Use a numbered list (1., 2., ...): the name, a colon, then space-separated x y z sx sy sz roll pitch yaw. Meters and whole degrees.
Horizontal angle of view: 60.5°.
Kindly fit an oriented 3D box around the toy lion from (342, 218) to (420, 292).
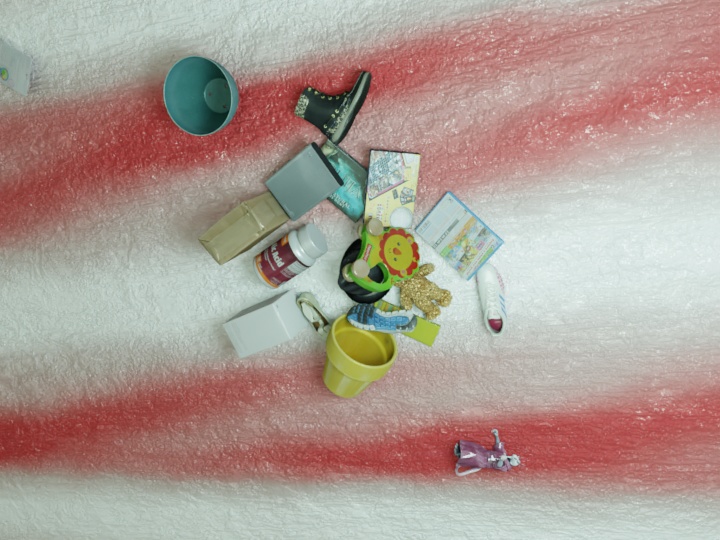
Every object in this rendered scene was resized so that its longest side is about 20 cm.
1. toy lion: 0.068 -0.031 1.619 0.191 0.201 0.069 30 154 -22

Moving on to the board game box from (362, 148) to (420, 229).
1. board game box: 0.081 -0.217 1.645 0.134 0.035 0.202 4 107 -6

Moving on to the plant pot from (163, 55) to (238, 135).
1. plant pot: -0.409 -0.473 1.672 0.198 0.135 0.202 4 107 14

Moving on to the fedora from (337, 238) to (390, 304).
1. fedora: 0.000 0.000 1.691 0.199 0.091 0.203 2 93 34

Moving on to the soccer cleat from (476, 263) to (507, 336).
1. soccer cleat: 0.355 0.082 1.651 0.069 0.086 0.202 -12 102 18

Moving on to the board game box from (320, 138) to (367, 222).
1. board game box: -0.048 -0.246 1.696 0.200 0.028 0.136 40 112 2

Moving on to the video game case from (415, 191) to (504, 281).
1. video game case: 0.262 -0.092 1.647 0.200 0.018 0.143 45 112 10

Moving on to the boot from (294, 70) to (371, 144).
1. boot: -0.074 -0.455 1.620 0.153 0.073 0.205 32 112 7

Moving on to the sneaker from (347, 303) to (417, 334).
1. sneaker: 0.060 0.147 1.727 0.198 0.087 0.076 9 69 10

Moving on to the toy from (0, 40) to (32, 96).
1. toy: -1.055 -0.621 1.853 0.199 0.047 0.116 28 114 9

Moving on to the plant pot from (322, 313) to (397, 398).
1. plant pot: -0.020 0.255 1.755 0.200 0.201 0.190 31 127 5

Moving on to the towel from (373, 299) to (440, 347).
1. towel: 0.126 0.147 1.763 0.199 0.018 0.086 24 130 7

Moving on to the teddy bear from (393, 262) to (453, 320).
1. teddy bear: 0.160 0.050 1.705 0.144 0.067 0.201 -31 96 18

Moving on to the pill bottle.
1. pill bottle: -0.198 -0.042 1.751 0.199 0.114 0.115 -32 96 21

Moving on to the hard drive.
1. hard drive: -0.156 -0.241 1.699 0.199 0.033 0.140 -31 99 35

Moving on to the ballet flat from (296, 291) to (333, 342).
1. ballet flat: -0.124 0.154 1.815 0.067 0.062 0.201 -36 94 22

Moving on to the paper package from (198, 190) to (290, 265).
1. paper package: -0.319 -0.120 1.715 0.190 0.200 0.104 -33 96 21

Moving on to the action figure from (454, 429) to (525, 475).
1. action figure: 0.367 0.544 1.757 0.198 0.134 0.150 8 109 16

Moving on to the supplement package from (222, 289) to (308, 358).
1. supplement package: -0.278 0.158 1.815 0.199 0.121 0.121 -22 98 27
